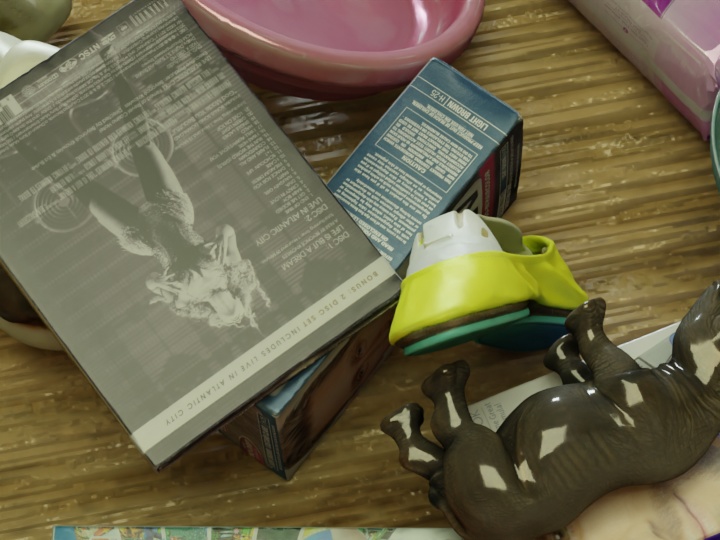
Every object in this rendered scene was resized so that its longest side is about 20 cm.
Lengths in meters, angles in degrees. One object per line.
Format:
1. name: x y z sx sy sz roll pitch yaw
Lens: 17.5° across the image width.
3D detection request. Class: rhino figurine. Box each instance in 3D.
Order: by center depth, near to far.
1. rhino figurine: 0.116 0.063 1.090 0.199 0.060 0.088 -24 68 -8

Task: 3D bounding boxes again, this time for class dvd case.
1. dvd case: -0.095 -0.024 1.118 0.149 0.016 0.200 -35 75 -13

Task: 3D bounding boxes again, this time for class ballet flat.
1. ballet flat: 0.056 0.005 1.120 0.067 0.200 0.067 -20 82 21

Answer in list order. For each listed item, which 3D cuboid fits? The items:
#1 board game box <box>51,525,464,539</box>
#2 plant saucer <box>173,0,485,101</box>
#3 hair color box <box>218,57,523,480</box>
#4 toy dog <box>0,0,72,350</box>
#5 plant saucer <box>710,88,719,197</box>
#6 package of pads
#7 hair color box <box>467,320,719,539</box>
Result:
1. board game box: -0.050 0.200 1.107 0.199 0.064 0.148 0 64 5
2. plant saucer: -0.034 -0.157 1.242 0.200 0.051 0.201 14 41 -12
3. hair color box: 0.000 0.000 1.175 0.060 0.100 0.200 35 73 16
4. toy dog: -0.182 -0.052 1.198 0.194 0.140 0.200 -36 68 -5
5. plant saucer: 0.257 -0.029 1.166 0.199 0.027 0.201 14 50 -17
6. package of pads: 0.167 -0.177 1.258 0.120 0.076 0.200 -37 67 -13
7. hair color box: 0.155 0.089 1.141 0.199 0.065 0.110 -22 65 -4
